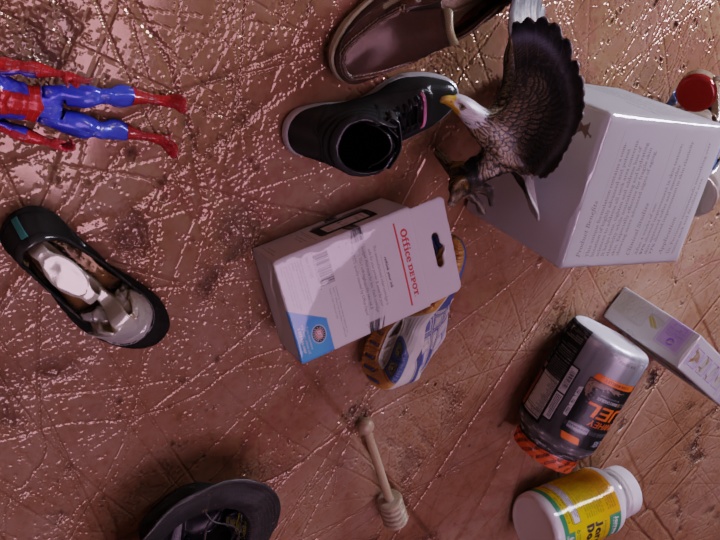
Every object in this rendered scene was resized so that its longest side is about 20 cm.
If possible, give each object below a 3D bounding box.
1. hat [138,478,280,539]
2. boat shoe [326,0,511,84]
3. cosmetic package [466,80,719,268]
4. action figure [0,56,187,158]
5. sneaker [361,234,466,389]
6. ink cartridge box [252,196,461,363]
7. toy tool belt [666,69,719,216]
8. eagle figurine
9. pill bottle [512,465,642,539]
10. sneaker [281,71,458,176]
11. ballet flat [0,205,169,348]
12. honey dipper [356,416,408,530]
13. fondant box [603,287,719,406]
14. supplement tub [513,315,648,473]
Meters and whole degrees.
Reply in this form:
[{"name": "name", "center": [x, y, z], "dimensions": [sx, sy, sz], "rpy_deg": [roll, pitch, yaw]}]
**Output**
[{"name": "hat", "center": [-0.193, 0.292, 0.884], "dimensions": [0.199, 0.081, 0.202], "rpy_deg": [-24, 133, -28]}, {"name": "boat shoe", "center": [0.063, -0.239, 0.743], "dimensions": [0.202, 0.075, 0.075], "rpy_deg": [-36, 130, -11]}, {"name": "cosmetic package", "center": [0.262, -0.114, 0.886], "dimensions": [0.199, 0.166, 0.169], "rpy_deg": [-2, 117, -33]}, {"name": "action figure", "center": [-0.240, -0.131, 0.628], "dimensions": [0.199, 0.052, 0.066], "rpy_deg": [4, 118, -32]}, {"name": "sneaker", "center": [0.072, 0.047, 0.931], "dimensions": [0.088, 0.075, 0.201], "rpy_deg": [8, 115, -54]}, {"name": "ink cartridge box", "center": [0.000, 0.000, 0.831], "dimensions": [0.199, 0.068, 0.117], "rpy_deg": [-22, 113, -20]}, {"name": "toy tool belt", "center": [0.425, -0.176, 1.007], "dimensions": [0.123, 0.124, 0.201], "rpy_deg": [-48, 144, -44]}, {"name": "eagle figurine", "center": [0.146, -0.152, 0.753], "dimensions": [0.150, 0.152, 0.200], "rpy_deg": [-5, 138, -52]}, {"name": "pill bottle", "center": [0.357, 0.387, 1.273], "dimensions": [0.198, 0.113, 0.114], "rpy_deg": [-11, 122, -28]}, {"name": "sneaker", "center": [0.032, -0.140, 0.765], "dimensions": [0.199, 0.099, 0.071], "rpy_deg": [-20, 124, -24]}, {"name": "ballet flat", "center": [-0.240, 0.024, 0.702], "dimensions": [0.068, 0.068, 0.200], "rpy_deg": [-45, 131, -3]}, {"name": "honey dipper", "center": [0.025, 0.270, 1.043], "dimensions": [0.038, 0.038, 0.201], "rpy_deg": [-29, 125, -16]}, {"name": "fondant box", "center": [0.471, 0.117, 1.170], "dimensions": [0.199, 0.144, 0.058], "rpy_deg": [31, 98, -41]}, {"name": "supplement tub", "center": [0.307, 0.177, 1.113], "dimensions": [0.122, 0.122, 0.201], "rpy_deg": [16, 107, -38]}]
